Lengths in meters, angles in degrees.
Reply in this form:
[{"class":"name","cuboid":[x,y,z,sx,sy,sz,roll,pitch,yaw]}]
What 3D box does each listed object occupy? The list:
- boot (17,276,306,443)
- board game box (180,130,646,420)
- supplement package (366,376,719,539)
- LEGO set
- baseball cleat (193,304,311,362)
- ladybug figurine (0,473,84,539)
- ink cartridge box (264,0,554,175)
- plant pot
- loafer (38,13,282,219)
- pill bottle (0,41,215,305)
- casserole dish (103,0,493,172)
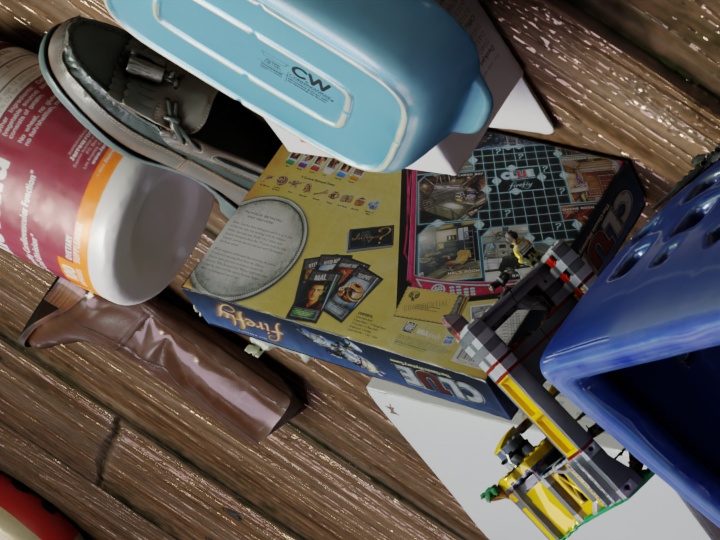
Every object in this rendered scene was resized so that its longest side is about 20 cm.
[{"class":"boot","cuboid":[-0.142,0.069,1.666,0.200,0.064,0.186,32,161,-7]},{"class":"board game box","cuboid":[0.024,-0.012,1.141,0.200,0.136,0.035,16,153,39]},{"class":"supplement package","cuboid":[0.135,0.082,1.216,0.200,0.111,0.156,12,150,45]},{"class":"LEGO set","cuboid":[0.115,0.018,1.020,0.116,0.200,0.154,47,175,5]},{"class":"baseball cleat","cuboid":[0.000,0.000,1.238,0.200,0.106,0.070,10,145,46]},{"class":"ladybug figurine","cuboid":[-0.356,0.263,2.356,0.200,0.072,0.136,37,158,-10]},{"class":"ink cartridge box","cuboid":[-0.006,-0.111,1.067,0.116,0.067,0.200,11,148,44]},{"class":"plant pot","cuboid":[0.220,0.016,0.857,0.200,0.180,0.200,40,158,-14]},{"class":"loafer","cuboid":[-0.080,-0.082,1.259,0.200,0.072,0.063,35,140,-23]},{"class":"pill bottle","cuboid":[-0.195,-0.067,1.365,0.200,0.114,0.114,24,157,22]},{"class":"casserole dish","cuboid":[-0.038,-0.105,0.986,0.200,0.039,0.121,30,157,4]}]
